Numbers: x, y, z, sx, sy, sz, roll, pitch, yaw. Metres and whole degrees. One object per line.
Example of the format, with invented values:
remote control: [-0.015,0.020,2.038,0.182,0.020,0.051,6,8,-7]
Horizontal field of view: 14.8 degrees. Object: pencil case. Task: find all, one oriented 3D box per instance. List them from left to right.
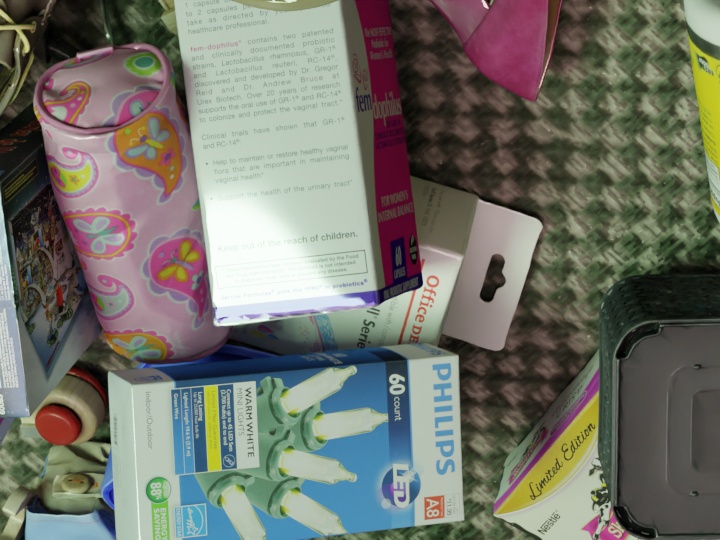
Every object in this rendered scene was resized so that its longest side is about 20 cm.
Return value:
pencil case: [-0.128,-0.036,1.587,0.087,0.088,0.200,0,136,13]

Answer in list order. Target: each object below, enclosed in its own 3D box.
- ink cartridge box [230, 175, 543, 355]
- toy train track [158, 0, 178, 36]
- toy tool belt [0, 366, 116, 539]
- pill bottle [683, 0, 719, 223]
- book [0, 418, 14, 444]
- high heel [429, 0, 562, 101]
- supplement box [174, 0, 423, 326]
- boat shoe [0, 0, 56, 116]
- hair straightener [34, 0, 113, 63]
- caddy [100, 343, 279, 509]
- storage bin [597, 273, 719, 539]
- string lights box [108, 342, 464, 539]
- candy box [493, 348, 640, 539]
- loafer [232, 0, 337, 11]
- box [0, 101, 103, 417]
ink cartridge box: [0.000,0.000,1.689,0.199,0.067,0.117,16,127,2]
toy train track: [-0.148,-0.212,1.591,0.115,0.033,0.200,-21,119,26]
toy tool belt: [-0.188,0.177,1.823,0.125,0.123,0.200,1,126,20]
pill bottle: [0.247,-0.080,1.544,0.112,0.113,0.200,-3,125,15]
book: [-0.223,0.035,1.684,0.048,0.200,0.134,16,128,2]
high heel: [0.121,-0.172,1.529,0.096,0.067,0.200,46,128,-8]
supplement box: [-0.035,-0.078,1.569,0.103,0.101,0.201,-7,94,17]
boat shoe: [-0.216,-0.126,1.563,0.072,0.060,0.200,31,95,-40]
hair straightener: [-0.227,-0.179,1.626,0.200,0.041,0.077,33,126,-6]
caddy: [-0.081,0.103,1.739,0.141,0.105,0.200,20,158,-14]
storage bin: [0.243,0.079,1.631,0.199,0.094,0.136,-1,107,-1]
string lights box: [-0.043,0.103,1.618,0.199,0.059,0.103,-5,97,-18]
candy box: [0.204,0.145,1.751,0.200,0.061,0.136,30,126,-8]
loafer: [-0.077,-0.190,1.492,0.199,0.076,0.067,6,157,22]
box: [-0.186,-0.014,1.597,0.038,0.200,0.137,-2,108,12]
